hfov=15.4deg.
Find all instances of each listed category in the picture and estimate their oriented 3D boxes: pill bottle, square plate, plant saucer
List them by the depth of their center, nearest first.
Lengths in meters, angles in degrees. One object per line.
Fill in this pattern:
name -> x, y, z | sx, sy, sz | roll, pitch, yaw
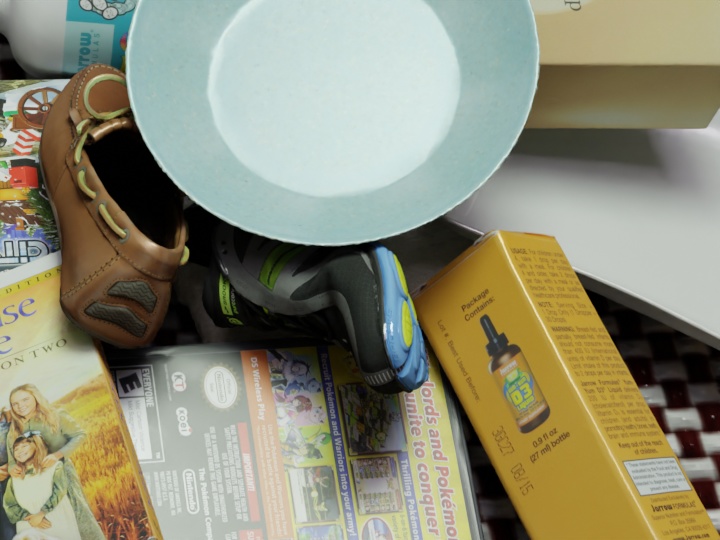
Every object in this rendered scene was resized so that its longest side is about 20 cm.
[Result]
plant saucer -> -0.013, -0.097, 1.297 | 0.200, 0.039, 0.202 | -1, 66, 2
square plate -> 0.146, -0.041, 1.424 | 0.199, 0.028, 0.198 | 24, 40, -1
pill bottle -> -0.120, -0.154, 1.440 | 0.199, 0.111, 0.111 | 4, 51, -7

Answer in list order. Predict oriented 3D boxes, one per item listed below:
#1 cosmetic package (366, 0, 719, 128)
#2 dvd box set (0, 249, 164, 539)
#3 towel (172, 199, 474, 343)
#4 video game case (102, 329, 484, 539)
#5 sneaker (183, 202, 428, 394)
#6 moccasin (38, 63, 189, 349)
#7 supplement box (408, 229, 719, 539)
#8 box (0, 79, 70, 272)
cosmetic package -> 0.091, -0.133, 1.393 | 0.199, 0.071, 0.106 | -2, 65, -14
dvd box set -> -0.178, 0.088, 1.237 | 0.146, 0.029, 0.200 | -21, 45, -1
towel -> 0.000, 0.000, 1.390 | 0.199, 0.035, 0.133 | -14, 54, -19
video game case -> -0.032, 0.126, 1.270 | 0.180, 0.026, 0.201 | -3, 62, -12
sneaker -> -0.030, 0.012, 1.291 | 0.083, 0.071, 0.200 | -28, 36, -17
moccasin -> -0.117, -0.047, 1.306 | 0.073, 0.078, 0.202 | 27, 25, -18
supplement box -> 0.102, 0.079, 1.288 | 0.069, 0.066, 0.200 | -2, 59, -55
box -> -0.227, -0.035, 1.372 | 0.199, 0.038, 0.137 | -3, 52, -12
